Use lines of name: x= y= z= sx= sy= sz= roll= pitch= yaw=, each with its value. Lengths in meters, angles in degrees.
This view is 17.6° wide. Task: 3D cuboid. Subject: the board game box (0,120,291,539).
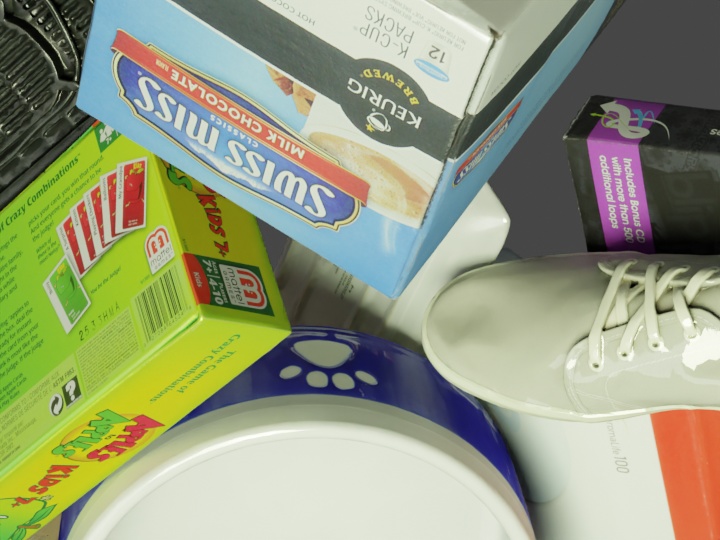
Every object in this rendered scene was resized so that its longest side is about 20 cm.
board game box: x=-0.120 y=0.029 z=0.906 sx=0.200 sy=0.048 sz=0.102 roll=-38 pitch=57 yaw=33

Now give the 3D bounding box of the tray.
tray: x=0.000 y=0.000 z=0.999 sx=0.107 sy=0.022 sz=0.200 roll=59 pitch=148 yaw=25

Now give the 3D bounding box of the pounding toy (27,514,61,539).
pounding toy: x=-0.103 y=0.146 z=1.116 sx=0.142 sy=0.200 sz=0.184 roll=4 pitch=130 yaw=35

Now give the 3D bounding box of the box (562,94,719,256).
box: x=0.184 y=0.008 z=0.897 sx=0.200 sy=0.036 sz=0.143 roll=8 pitch=133 yaw=30

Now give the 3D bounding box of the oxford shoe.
oxford shoe: x=0.115 y=0.020 z=0.872 sx=0.200 sy=0.075 sz=0.058 roll=6 pitch=153 yaw=24

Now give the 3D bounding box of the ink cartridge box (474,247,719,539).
ink cartridge box: x=0.111 y=0.101 z=0.964 sx=0.200 sy=0.047 sz=0.160 roll=42 pitch=155 yaw=49

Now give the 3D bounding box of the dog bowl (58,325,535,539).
dog bowl: x=-0.027 y=0.125 z=0.964 sx=0.200 sy=0.079 sz=0.200 roll=-3 pitch=121 yaw=-5

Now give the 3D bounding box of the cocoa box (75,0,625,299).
cocoa box: x=0.019 y=-0.118 z=0.767 sx=0.133 sy=0.200 sz=0.131 roll=32 pitch=141 yaw=8

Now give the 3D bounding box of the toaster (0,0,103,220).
toaster: x=-0.159 y=-0.122 z=0.927 sx=0.200 sy=0.119 sz=0.181 roll=-37 pitch=102 yaw=31
